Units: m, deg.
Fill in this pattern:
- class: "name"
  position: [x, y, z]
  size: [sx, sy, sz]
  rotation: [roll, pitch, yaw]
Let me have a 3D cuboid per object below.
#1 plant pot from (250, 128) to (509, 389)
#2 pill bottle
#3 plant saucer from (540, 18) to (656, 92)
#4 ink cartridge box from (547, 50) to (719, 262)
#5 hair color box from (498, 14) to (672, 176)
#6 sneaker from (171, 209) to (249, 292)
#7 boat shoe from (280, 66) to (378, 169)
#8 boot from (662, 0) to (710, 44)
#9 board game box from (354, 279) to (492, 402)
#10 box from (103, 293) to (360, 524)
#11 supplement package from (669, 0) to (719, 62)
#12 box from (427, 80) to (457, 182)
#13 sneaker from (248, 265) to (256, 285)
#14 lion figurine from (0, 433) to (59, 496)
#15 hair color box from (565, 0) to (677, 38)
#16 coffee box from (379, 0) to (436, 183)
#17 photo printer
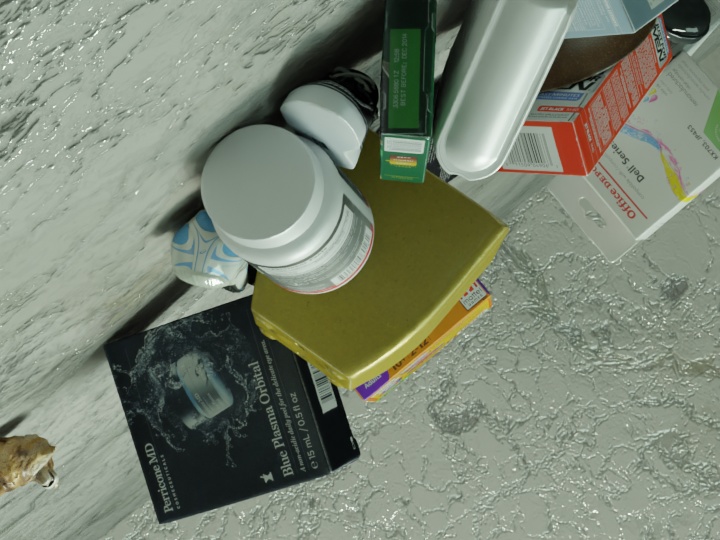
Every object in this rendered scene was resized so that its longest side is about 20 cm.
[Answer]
- class: "plant pot"
  position: [0.000, 0.000, 1.700]
  size: [0.200, 0.195, 0.194]
  rotation: [-55, 176, -8]
- class: "pill bottle"
  position: [-0.062, -0.052, 1.512]
  size: [0.114, 0.114, 0.200]
  rotation: [-40, 163, 2]
- class: "plant saucer"
  position: [0.174, -0.230, 1.663]
  size: [0.200, 0.037, 0.201]
  rotation: [-16, -148, 10]
- class: "ink cartridge box"
  position: [0.289, -0.110, 1.805]
  size: [0.200, 0.117, 0.067]
  rotation: [-42, 171, 13]
- class: "hair color box"
  position: [0.196, -0.170, 1.652]
  size: [0.111, 0.064, 0.200]
  rotation: [5, -141, 34]
- class: "sneaker"
  position: [-0.130, -0.021, 1.629]
  size: [0.200, 0.072, 0.073]
  rotation: [-160, -90, -89]
- class: "boat shoe"
  position: [-0.016, -0.135, 1.468]
  size: [0.068, 0.072, 0.200]
  rotation: [-63, 173, -5]
- class: "boot"
  position: [0.310, -0.319, 1.689]
  size: [0.200, 0.165, 0.066]
  rotation: [-48, -169, 51]
- class: "board game box"
  position: [0.026, 0.025, 2.228]
  size: [0.200, 0.200, 0.200]
  rotation: [-39, 174, 0]
- class: "box"
  position: [-0.131, 0.136, 1.847]
  size: [0.199, 0.197, 0.117]
  rotation: [-18, 179, 15]
- class: "supplement package"
  position: [0.238, -0.238, 1.850]
  size: [0.200, 0.151, 0.152]
  rotation: [-38, 174, -15]
- class: "box"
  position: [0.100, -0.156, 1.954]
  size: [0.200, 0.036, 0.143]
  rotation: [-34, 151, -34]
- class: "sneaker"
  position: [-0.052, -0.064, 1.849]
  size: [0.200, 0.076, 0.088]
  rotation: [-33, 147, -20]
- class: "lion figurine"
  position: [-0.406, 0.230, 1.821]
  size: [0.199, 0.073, 0.122]
  rotation: [-26, -178, 4]
- class: "hair color box"
  position: [0.195, -0.249, 1.547]
  size: [0.099, 0.061, 0.200]
  rotation: [-37, -159, -24]
- class: "coffee box"
  position: [0.038, -0.148, 1.479]
  size: [0.044, 0.124, 0.200]
  rotation: [2, 174, 1]
- class: "photo printer"
  position: [0.116, -0.182, 1.448]
  size: [0.167, 0.069, 0.200]
  rotation: [-77, -172, -49]
